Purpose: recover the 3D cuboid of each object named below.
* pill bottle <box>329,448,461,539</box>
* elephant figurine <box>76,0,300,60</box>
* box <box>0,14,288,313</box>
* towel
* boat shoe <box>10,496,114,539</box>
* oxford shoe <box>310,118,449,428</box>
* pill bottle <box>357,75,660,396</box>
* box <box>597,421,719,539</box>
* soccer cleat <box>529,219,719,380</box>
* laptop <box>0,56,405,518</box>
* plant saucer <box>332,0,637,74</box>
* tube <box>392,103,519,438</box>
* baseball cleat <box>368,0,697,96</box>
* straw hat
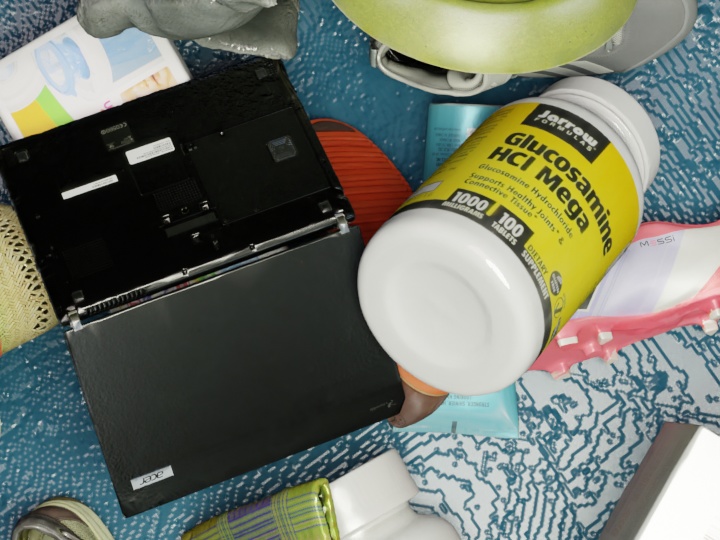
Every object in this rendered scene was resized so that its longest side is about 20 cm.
[{"bbox_3d":[0.028,0.214,1.399,0.109,0.110,0.201,-29,86,0],"label":"pill bottle"},{"bbox_3d":[-0.066,-0.192,1.357,0.141,0.199,0.156,-25,79,35],"label":"elephant figurine"},{"bbox_3d":[-0.127,-0.052,1.422,0.112,0.101,0.201,-31,86,-1],"label":"box"},{"bbox_3d":[-0.042,0.201,1.370,0.023,0.200,0.145,-17,82,-29],"label":"towel"},{"bbox_3d":[-0.143,0.226,1.419,0.072,0.066,0.201,-39,83,16],"label":"boat shoe"},{"bbox_3d":[0.000,0.000,1.424,0.071,0.073,0.201,-1,56,-32],"label":"oxford shoe"},{"bbox_3d":[0.091,-0.027,1.349,0.112,0.113,0.200,40,46,3],"label":"pill bottle"},{"bbox_3d":[0.193,0.163,1.351,0.097,0.200,0.125,30,89,3],"label":"box"},{"bbox_3d":[0.151,0.011,1.428,0.198,0.067,0.077,-13,67,-6],"label":"soccer cleat"},{"bbox_3d":[-0.091,0.005,1.354,0.176,0.104,0.201,-20,59,-11],"label":"laptop"},{"bbox_3d":[0.071,-0.197,1.403,0.198,0.031,0.201,4,49,-5],"label":"plant saucer"},{"bbox_3d":[0.063,0.000,1.444,0.077,0.050,0.202,3,92,3],"label":"tube"},{"bbox_3d":[0.104,-0.134,1.418,0.198,0.107,0.070,-8,113,7],"label":"baseball cleat"},{"bbox_3d":[-0.214,0.003,1.395,0.085,0.201,0.203,-22,86,-20],"label":"straw hat"}]
